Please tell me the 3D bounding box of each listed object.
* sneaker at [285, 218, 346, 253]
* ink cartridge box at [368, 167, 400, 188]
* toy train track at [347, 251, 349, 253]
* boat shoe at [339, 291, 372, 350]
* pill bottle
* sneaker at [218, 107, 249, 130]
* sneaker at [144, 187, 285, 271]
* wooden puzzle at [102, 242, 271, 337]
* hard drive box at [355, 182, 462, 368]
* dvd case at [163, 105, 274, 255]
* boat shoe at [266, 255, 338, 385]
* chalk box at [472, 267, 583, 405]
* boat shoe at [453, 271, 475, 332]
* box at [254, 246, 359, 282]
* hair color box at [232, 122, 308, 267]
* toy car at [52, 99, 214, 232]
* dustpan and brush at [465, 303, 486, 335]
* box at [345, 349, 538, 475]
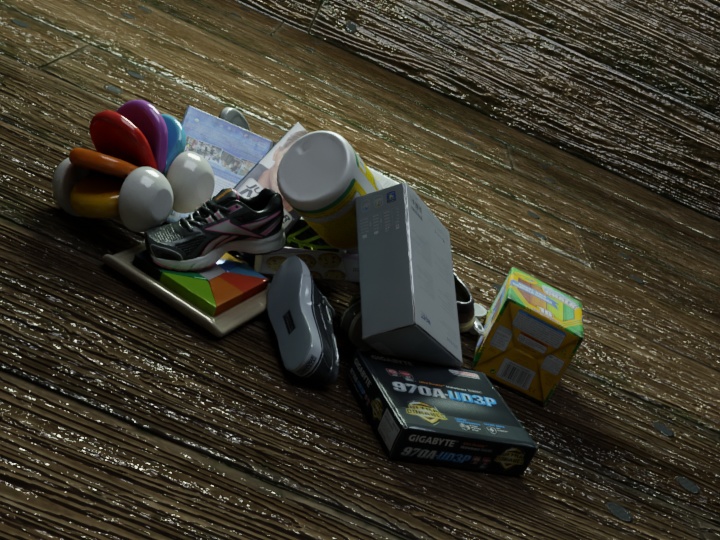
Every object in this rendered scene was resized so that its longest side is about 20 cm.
[{"bbox_3d":[-0.105,-0.055,1.517,0.199,0.076,0.076,34,-9,28],"label":"sneaker"},{"bbox_3d":[-0.019,-0.110,1.597,0.199,0.115,0.068,32,-15,46],"label":"ink cartridge box"},{"bbox_3d":[0.000,0.000,1.512,0.200,0.032,0.115,37,-18,51],"label":"toy train track"},{"bbox_3d":[0.016,0.060,1.353,0.060,0.073,0.201,31,15,20],"label":"boat shoe"},{"bbox_3d":[-0.025,-0.096,1.363,0.113,0.113,0.200,39,-3,32],"label":"pill bottle"},{"bbox_3d":[-0.228,-0.197,1.593,0.098,0.071,0.201,20,-26,15],"label":"sneaker"},{"bbox_3d":[-0.185,-0.065,1.270,0.198,0.087,0.080,-16,40,-35],"label":"sneaker"},{"bbox_3d":[-0.205,0.005,1.275,0.184,0.038,0.200,31,21,15],"label":"wooden puzzle"},{"bbox_3d":[0.063,0.014,1.285,0.156,0.076,0.202,41,39,-53],"label":"hard drive box"},{"bbox_3d":[-0.215,-0.133,1.447,0.141,0.018,0.202,22,60,-15],"label":"dvd case"},{"bbox_3d":[-0.065,0.062,1.240,0.068,0.074,0.200,33,20,-34],"label":"boat shoe"},{"bbox_3d":[0.251,0.086,1.479,0.123,0.125,0.200,26,21,2],"label":"chalk box"},{"bbox_3d":[0.098,0.003,1.443,0.071,0.065,0.200,-24,56,-30],"label":"boat shoe"},{"bbox_3d":[-0.048,-0.007,1.371,0.198,0.042,0.039,6,-1,-21],"label":"box"},{"bbox_3d":[-0.123,-0.111,1.431,0.100,0.060,0.200,43,57,-8],"label":"hair color box"},{"bbox_3d":[-0.300,-0.146,1.305,0.173,0.152,0.200,13,24,27],"label":"toy car"},{"bbox_3d":[0.146,0.062,1.507,0.138,0.058,0.201,18,24,-20],"label":"dustpan and brush"},{"bbox_3d":[0.097,0.172,1.206,0.198,0.046,0.159,13,24,-28],"label":"box"}]
